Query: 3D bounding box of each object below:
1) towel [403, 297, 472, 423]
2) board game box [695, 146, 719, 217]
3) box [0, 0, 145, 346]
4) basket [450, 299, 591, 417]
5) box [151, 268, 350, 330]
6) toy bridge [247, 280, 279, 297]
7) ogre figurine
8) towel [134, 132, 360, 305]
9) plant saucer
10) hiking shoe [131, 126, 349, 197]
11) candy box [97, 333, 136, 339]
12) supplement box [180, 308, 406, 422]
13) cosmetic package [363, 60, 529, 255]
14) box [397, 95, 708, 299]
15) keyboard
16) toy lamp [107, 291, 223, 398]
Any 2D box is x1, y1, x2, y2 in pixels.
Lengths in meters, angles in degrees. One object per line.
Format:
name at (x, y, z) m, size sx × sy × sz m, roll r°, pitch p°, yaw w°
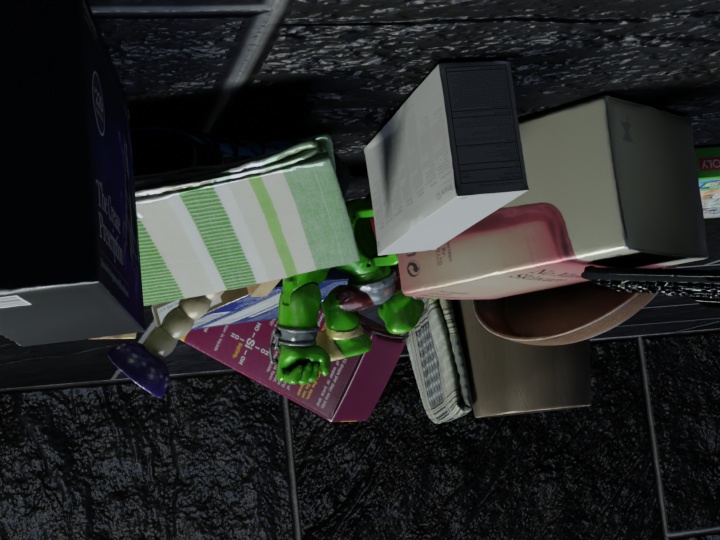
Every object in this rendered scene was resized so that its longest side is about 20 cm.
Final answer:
towel at (0.066, 0.055, 1.284) m, size 0.034 × 0.201 × 0.193 m, roll -12°, pitch 172°, yaw -6°
board game box at (0.312, -0.077, 1.146) m, size 0.134 × 0.029 × 0.200 m, roll -6°, pitch 172°, yaw -7°
box at (-0.159, -0.044, 0.637) m, size 0.079 × 0.142 × 0.200 m, roll -7°, pitch 172°, yaw -5°
basket at (0.155, 0.037, 1.216) m, size 0.136 × 0.201 × 0.180 m, roll -2°, pitch 170°, yaw -27°
box at (-0.079, 0.018, 1.143) m, size 0.121 × 0.032 × 0.200 m, roll -23°, pitch 170°, yaw 30°
toy bridge at (-0.146, -0.009, 0.945) m, size 0.200 × 0.027 × 0.067 m, roll 3°, pitch 147°, yaw -34°
ogre figurine at (0.000, 0.000, 1.014) m, size 0.200 × 0.120 × 0.098 m, roll -19°, pitch -157°, yaw -25°
towel at (-0.107, -0.024, 0.809) m, size 0.199 × 0.023 × 0.153 m, roll -12°, pitch 153°, yaw 1°
plant saucer at (0.185, -0.008, 1.038) m, size 0.200 × 0.200 × 0.035 m, roll -13°, pitch 127°, yaw 39°
hiking shoe at (-0.099, -0.056, 0.830) m, size 0.199 × 0.075 × 0.087 m, roll -5°, pitch 171°, yaw -15°
candy box at (-0.322, 0.030, 1.195) m, size 0.200 × 0.055 × 0.115 m, roll 5°, pitch -179°, yaw 32°
supplement box at (-0.073, 0.069, 1.321) m, size 0.200 × 0.103 × 0.131 m, roll 26°, pitch -179°, yaw 18°
cosmetic package at (0.052, -0.068, 0.832) m, size 0.050 × 0.083 × 0.200 m, roll -4°, pitch 172°, yaw -13°
box at (0.138, -0.046, 0.946) m, size 0.200 × 0.109 × 0.128 m, roll -13°, pitch 169°, yaw 41°
keyboard at (0.256, 0.020, 0.843) m, size 0.200 × 0.040 × 0.104 m, roll 3°, pitch 179°, yaw 39°
toy lamp at (-0.098, 0.000, 0.908) m, size 0.058 × 0.200 × 0.058 m, roll 38°, pitch 177°, yaw 2°
